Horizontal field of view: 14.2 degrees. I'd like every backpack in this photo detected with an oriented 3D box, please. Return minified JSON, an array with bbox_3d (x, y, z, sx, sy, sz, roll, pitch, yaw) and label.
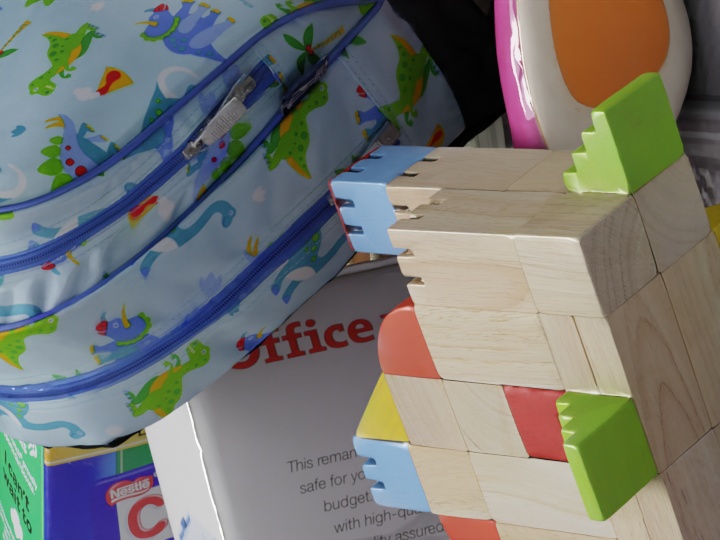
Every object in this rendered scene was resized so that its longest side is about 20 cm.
[{"bbox_3d":[-0.071,-0.037,0.942,0.163,0.200,0.154,28,170,40],"label":"backpack"}]

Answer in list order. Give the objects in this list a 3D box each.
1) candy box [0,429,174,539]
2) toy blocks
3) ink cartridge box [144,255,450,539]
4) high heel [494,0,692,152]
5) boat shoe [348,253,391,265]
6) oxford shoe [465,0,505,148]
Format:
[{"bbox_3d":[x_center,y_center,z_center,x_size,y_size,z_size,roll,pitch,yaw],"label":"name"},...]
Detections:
[{"bbox_3d":[-0.065,0.102,1.206,0.077,0.169,0.200,52,148,45],"label":"candy box"},{"bbox_3d":[0.053,0.041,0.860,0.137,0.100,0.200,4,122,47],"label":"toy blocks"},{"bbox_3d":[0.018,0.103,1.008,0.086,0.146,0.200,126,129,-68],"label":"ink cartridge box"},{"bbox_3d":[0.065,-0.034,0.917,0.096,0.067,0.200,6,120,59],"label":"high heel"},{"bbox_3d":[0.000,0.000,1.109,0.076,0.072,0.200,138,118,-68],"label":"boat shoe"},{"bbox_3d":[0.018,-0.120,1.020,0.075,0.058,0.200,8,125,48],"label":"oxford shoe"}]
